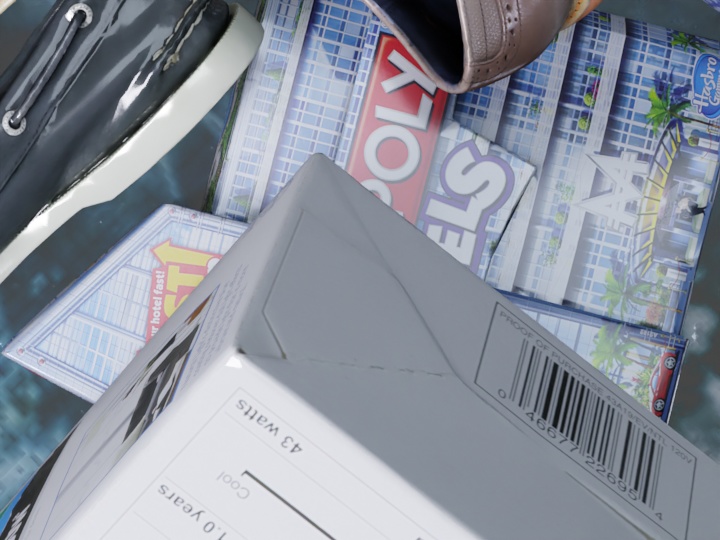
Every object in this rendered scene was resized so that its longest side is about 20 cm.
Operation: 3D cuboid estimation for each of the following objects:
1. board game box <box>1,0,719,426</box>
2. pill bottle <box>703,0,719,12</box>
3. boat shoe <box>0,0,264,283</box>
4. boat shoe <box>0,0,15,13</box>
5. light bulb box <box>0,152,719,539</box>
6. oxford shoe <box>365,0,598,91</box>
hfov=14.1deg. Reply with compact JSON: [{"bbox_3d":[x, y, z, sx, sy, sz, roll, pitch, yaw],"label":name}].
[{"bbox_3d":[0.000,0.000,0.893,0.199,0.062,0.200,14,87,-5],"label":"board game box"},{"bbox_3d":[0.119,-0.139,0.882,0.200,0.111,0.111,36,86,-3],"label":"pill bottle"},{"bbox_3d":[-0.122,-0.027,0.856,0.199,0.075,0.066,-38,108,18],"label":"boat shoe"},{"bbox_3d":[-0.162,-0.073,0.875,0.200,0.069,0.074,-28,74,16],"label":"boat shoe"},{"bbox_3d":[-0.007,0.116,0.809,0.198,0.125,0.200,39,117,-9],"label":"light bulb box"},{"bbox_3d":[-0.012,-0.139,0.832,0.200,0.071,0.073,47,54,-1],"label":"oxford shoe"}]
